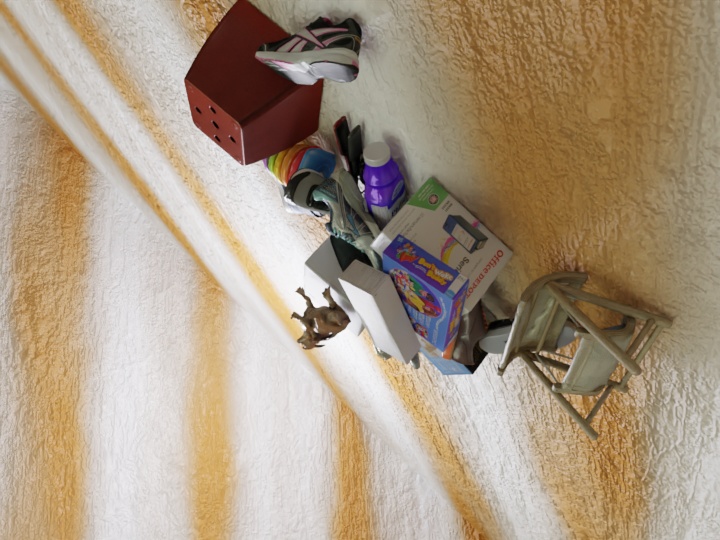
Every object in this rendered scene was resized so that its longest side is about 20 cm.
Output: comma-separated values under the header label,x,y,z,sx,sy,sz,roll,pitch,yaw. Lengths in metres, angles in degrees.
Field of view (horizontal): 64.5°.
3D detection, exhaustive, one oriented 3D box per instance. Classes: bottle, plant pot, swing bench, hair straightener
label,x,y,z,sx,sy,sz,roll,pitch,yaw
bottle,0.045,-0.143,1.041,0.065,0.084,0.201,18,149,24
plant pot,-0.201,-0.313,1.028,0.199,0.176,0.200,40,159,7
swing bench,0.343,0.123,0.916,0.199,0.129,0.200,34,145,26
hair straightener,-0.004,-0.200,1.079,0.077,0.041,0.201,34,158,22

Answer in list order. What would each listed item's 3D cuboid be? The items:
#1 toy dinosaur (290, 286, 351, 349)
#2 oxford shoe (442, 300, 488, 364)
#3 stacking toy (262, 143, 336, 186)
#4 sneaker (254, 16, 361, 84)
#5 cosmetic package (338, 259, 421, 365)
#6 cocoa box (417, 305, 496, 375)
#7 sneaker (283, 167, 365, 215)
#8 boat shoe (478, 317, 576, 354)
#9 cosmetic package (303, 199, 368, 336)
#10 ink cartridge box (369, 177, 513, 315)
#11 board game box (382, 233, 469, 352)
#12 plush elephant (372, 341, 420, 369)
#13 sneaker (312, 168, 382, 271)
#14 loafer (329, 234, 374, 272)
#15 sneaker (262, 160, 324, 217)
label,x,y,z,sx,sy,sz,roll,pitch,yaw
toy dinosaur,-0.068,0.104,1.169,0.199,0.086,0.136,-6,136,49
oxford shoe,0.216,0.084,1.094,0.072,0.071,0.202,18,108,15
stacking toy,-0.157,-0.224,1.167,0.199,0.111,0.116,28,-168,25
sneaker,-0.072,-0.342,0.876,0.198,0.087,0.080,16,176,32
cosmetic package,0.038,0.074,0.981,0.082,0.051,0.201,28,155,40
cocoa box,0.178,0.110,1.220,0.200,0.131,0.133,45,159,-7
sneaker,-0.065,-0.142,1.094,0.079,0.075,0.199,31,-165,37
boat shoe,0.312,0.111,1.075,0.199,0.057,0.069,-17,122,44
cosmetic package,0.000,-0.002,1.228,0.166,0.200,0.168,38,159,10
ink cartridge box,0.140,-0.036,0.990,0.200,0.145,0.088,43,160,-1
board game box,0.102,0.043,0.940,0.134,0.045,0.201,35,158,20
plush elephant,0.114,0.170,1.423,0.200,0.163,0.156,-118,9,-59
sneaker,-0.019,-0.080,1.051,0.201,0.086,0.078,61,171,-5
loafer,0.000,0.000,1.090,0.068,0.070,0.202,-41,74,29
sneaker,-0.128,-0.204,1.251,0.145,0.077,0.204,18,144,39
